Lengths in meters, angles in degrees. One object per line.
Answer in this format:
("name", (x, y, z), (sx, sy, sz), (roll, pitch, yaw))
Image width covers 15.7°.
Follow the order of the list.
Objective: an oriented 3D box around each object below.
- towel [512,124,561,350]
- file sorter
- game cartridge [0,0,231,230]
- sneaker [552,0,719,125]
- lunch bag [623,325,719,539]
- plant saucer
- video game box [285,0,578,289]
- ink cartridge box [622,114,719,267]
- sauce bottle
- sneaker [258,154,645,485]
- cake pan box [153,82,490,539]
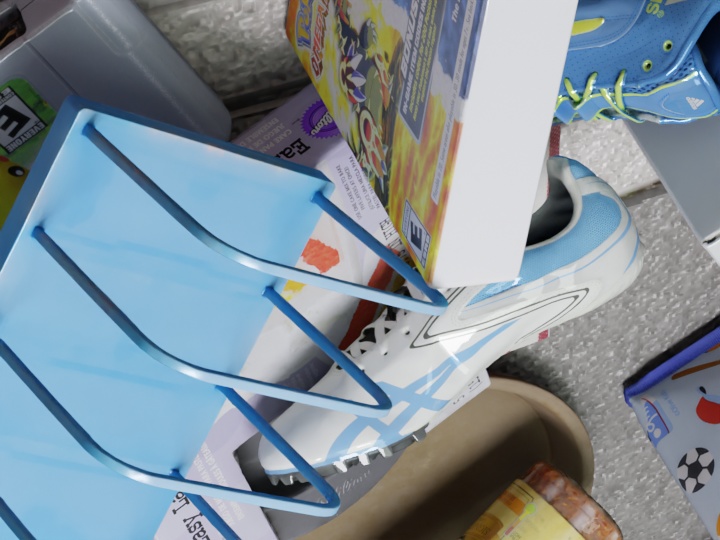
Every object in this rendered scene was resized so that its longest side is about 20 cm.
("towel", (0.000, 0.000, 1.244), (0.200, 0.023, 0.144), (-14, 132, -18))
("file sorter", (-0.079, 0.058, 1.040), (0.139, 0.123, 0.200), (15, 108, -42))
("game cartridge", (-0.159, -0.036, 1.122), (0.200, 0.040, 0.133), (-36, 139, 7))
("sneaker", (0.098, -0.096, 1.148), (0.200, 0.105, 0.076), (-35, 135, 5))
("lunch bag", (0.269, 0.086, 1.350), (0.200, 0.170, 0.124), (-37, 138, 6))
("plant saucer", (0.026, 0.124, 1.362), (0.200, 0.029, 0.200), (-14, 134, -15))
("video game box", (0.027, -0.126, 1.031), (0.047, 0.182, 0.200), (-6, 131, -18))
("ink cartridge box", (0.203, -0.032, 1.229), (0.083, 0.145, 0.200), (-36, 136, 10))
("sauce bottle", (0.046, 0.186, 1.329), (0.200, 0.066, 0.066), (-45, 136, -8))
("sneaker", (0.033, 0.023, 1.158), (0.200, 0.072, 0.073), (-36, 102, -6))
("cake pan box", (-0.044, 0.037, 1.179), (0.184, 0.052, 0.200), (-34, 136, -13))
